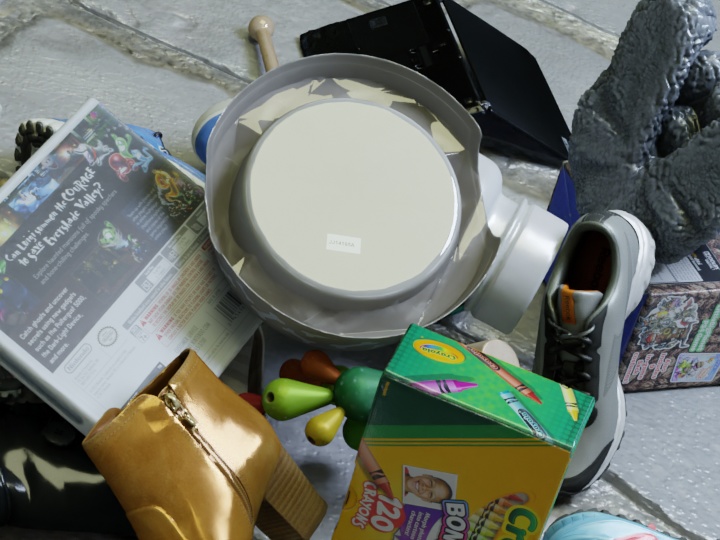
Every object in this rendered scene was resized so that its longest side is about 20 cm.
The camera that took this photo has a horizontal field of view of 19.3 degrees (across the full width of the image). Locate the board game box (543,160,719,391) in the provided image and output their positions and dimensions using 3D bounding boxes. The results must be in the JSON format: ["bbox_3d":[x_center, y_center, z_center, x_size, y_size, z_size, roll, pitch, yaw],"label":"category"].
[{"bbox_3d":[0.258,-0.001,1.617,0.199,0.097,0.160,-2,41,-23],"label":"board game box"}]

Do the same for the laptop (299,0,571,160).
[{"bbox_3d":[0.068,-0.144,1.803,0.199,0.104,0.178,-17,42,-1],"label":"laptop"}]

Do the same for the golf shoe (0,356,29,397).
[{"bbox_3d":[-0.261,0.029,1.314,0.199,0.088,0.077,3,13,-10],"label":"golf shoe"}]

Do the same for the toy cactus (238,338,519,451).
[{"bbox_3d":[0.035,0.091,1.345,0.199,0.165,0.103,22,58,-28],"label":"toy cactus"}]

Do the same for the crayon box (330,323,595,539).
[{"bbox_3d":[0.053,0.141,1.273,0.118,0.201,0.058,22,37,8],"label":"crayon box"}]

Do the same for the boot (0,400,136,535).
[{"bbox_3d":[-0.201,0.139,1.283,0.167,0.077,0.200,5,32,-8],"label":"boot"}]

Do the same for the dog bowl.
[{"bbox_3d":[-0.008,-0.039,1.373,0.199,0.059,0.201,4,66,-9],"label":"dog bowl"}]

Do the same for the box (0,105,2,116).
[{"bbox_3d":[-0.348,-0.046,1.440,0.127,0.109,0.200,22,37,8],"label":"box"}]

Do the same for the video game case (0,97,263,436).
[{"bbox_3d":[-0.156,0.006,1.340,0.182,0.023,0.200,40,48,-3],"label":"video game case"}]

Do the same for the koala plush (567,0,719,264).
[{"bbox_3d":[0.264,-0.089,1.549,0.200,0.184,0.177,0,44,-54],"label":"koala plush"}]

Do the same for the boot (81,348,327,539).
[{"bbox_3d":[-0.114,0.154,1.237,0.144,0.071,0.201,45,52,-14],"label":"boot"}]

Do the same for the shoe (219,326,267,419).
[{"bbox_3d":[-0.082,0.100,1.378,0.053,0.070,0.200,-12,38,1],"label":"shoe"}]

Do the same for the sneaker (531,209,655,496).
[{"bbox_3d":[0.146,0.053,1.447,0.074,0.201,0.079,10,-3,24],"label":"sneaker"}]

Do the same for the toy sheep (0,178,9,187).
[{"bbox_3d":[-0.180,0.000,1.429,0.200,0.138,0.138,-16,47,-42],"label":"toy sheep"}]

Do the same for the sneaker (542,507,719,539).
[{"bbox_3d":[0.208,0.223,1.346,0.199,0.079,0.096,10,46,6],"label":"sneaker"}]

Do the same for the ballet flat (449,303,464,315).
[{"bbox_3d":[0.000,0.000,1.541,0.199,0.068,0.070,3,29,-20],"label":"ballet flat"}]

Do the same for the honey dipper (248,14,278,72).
[{"bbox_3d":[-0.071,-0.153,1.746,0.038,0.038,0.200,3,35,-16],"label":"honey dipper"}]

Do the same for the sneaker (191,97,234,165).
[{"bbox_3d":[-0.029,-0.071,1.615,0.199,0.077,0.111,14,27,-14],"label":"sneaker"}]

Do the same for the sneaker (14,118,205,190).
[{"bbox_3d":[-0.158,-0.072,1.559,0.200,0.079,0.089,26,31,30],"label":"sneaker"}]

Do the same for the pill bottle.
[{"bbox_3d":[0.038,-0.042,1.480,0.199,0.115,0.114,29,38,1],"label":"pill bottle"}]
